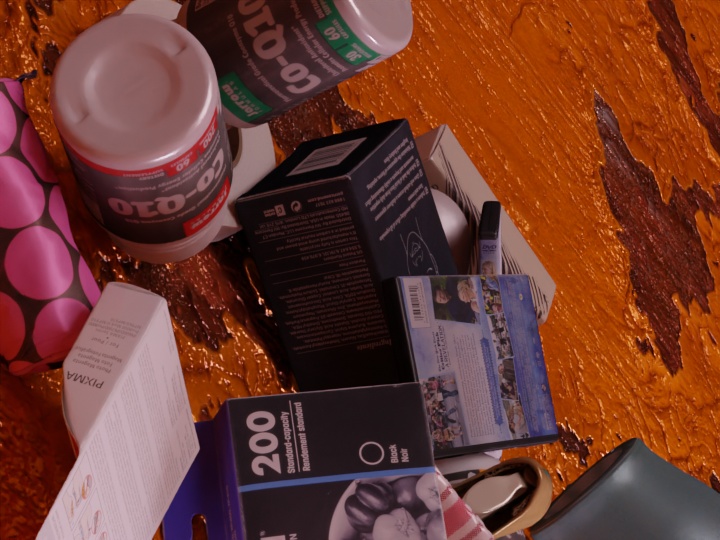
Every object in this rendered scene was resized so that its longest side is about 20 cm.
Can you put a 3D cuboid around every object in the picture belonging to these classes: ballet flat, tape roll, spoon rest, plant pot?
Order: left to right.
[{"bbox_3d":[-0.141,-0.120,1.723,0.203,0.037,0.204,41,36,-38],"label":"tape roll"},{"bbox_3d":[0.058,0.026,1.911,0.061,0.099,0.201,18,61,-89],"label":"spoon rest"},{"bbox_3d":[0.056,0.196,1.654,0.069,0.199,0.063,57,-10,19],"label":"ballet flat"},{"bbox_3d":[0.260,0.264,1.962,0.188,0.200,0.200,48,29,1],"label":"plant pot"}]

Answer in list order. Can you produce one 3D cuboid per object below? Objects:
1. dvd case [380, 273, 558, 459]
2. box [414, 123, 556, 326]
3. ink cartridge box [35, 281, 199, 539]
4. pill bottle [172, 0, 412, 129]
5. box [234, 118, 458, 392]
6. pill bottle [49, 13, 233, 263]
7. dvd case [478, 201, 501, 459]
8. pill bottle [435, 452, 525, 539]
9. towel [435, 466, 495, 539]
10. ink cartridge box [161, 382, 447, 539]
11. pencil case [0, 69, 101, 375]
[{"bbox_3d":[0.090,0.075,1.728,0.200,0.017,0.144,0,78,-55],"label":"dvd case"},{"bbox_3d":[0.095,-0.030,2.010,0.200,0.082,0.069,53,31,-19],"label":"box"},{"bbox_3d":[-0.171,0.134,1.399,0.163,0.057,0.200,83,29,-47],"label":"ink cartridge box"},{"bbox_3d":[-0.069,-0.177,1.641,0.113,0.199,0.114,39,37,-38],"label":"pill bottle"},{"bbox_3d":[0.000,0.000,1.756,0.148,0.106,0.201,-46,120,-61],"label":"box"},{"bbox_3d":[-0.148,-0.085,1.521,0.200,0.113,0.115,85,-7,-68],"label":"pill bottle"},{"bbox_3d":[0.116,0.050,1.900,0.143,0.017,0.201,-67,156,-76],"label":"dvd case"},{"bbox_3d":[0.074,0.216,1.742,0.116,0.116,0.201,16,55,-55],"label":"pill bottle"},{"bbox_3d":[0.040,0.234,1.617,0.200,0.146,0.030,50,13,-16],"label":"towel"},{"bbox_3d":[-0.040,0.180,1.511,0.043,0.199,0.199,94,-12,-61],"label":"ink cartridge box"},{"bbox_3d":[-0.229,-0.030,1.458,0.094,0.090,0.201,13,57,-81],"label":"pencil case"}]
